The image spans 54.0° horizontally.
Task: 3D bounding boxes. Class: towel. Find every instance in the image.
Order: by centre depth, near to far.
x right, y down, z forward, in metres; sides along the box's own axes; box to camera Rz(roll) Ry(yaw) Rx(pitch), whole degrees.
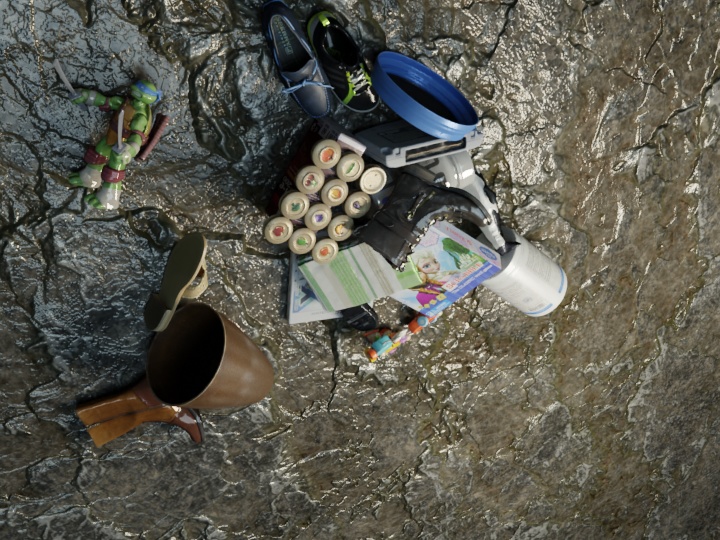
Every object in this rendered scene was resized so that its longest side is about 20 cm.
[{"bbox_3d":[0.000,0.000,1.315,0.199,0.031,0.149,-18,132,12],"label":"towel"}]

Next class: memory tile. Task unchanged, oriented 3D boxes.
[{"bbox_3d":[-0.058,-0.111,1.182,0.153,0.017,0.200,25,106,-36],"label":"memory tile"}]

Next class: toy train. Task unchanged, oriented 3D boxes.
[{"bbox_3d":[0.079,0.122,1.474,0.150,0.056,0.200,-42,167,26],"label":"toy train"}]

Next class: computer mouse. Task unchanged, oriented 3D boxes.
[{"bbox_3d":[-0.032,0.055,1.401,0.058,0.034,0.200,-27,127,23],"label":"computer mouse"}]

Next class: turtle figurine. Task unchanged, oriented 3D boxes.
[{"bbox_3d":[-0.386,-0.197,1.034,0.144,0.200,0.194,29,112,0],"label":"turtle figurine"}]

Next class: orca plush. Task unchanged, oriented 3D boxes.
[{"bbox_3d":[0.259,-0.132,1.399,0.071,0.105,0.200,-36,88,-29],"label":"orca plush"}]

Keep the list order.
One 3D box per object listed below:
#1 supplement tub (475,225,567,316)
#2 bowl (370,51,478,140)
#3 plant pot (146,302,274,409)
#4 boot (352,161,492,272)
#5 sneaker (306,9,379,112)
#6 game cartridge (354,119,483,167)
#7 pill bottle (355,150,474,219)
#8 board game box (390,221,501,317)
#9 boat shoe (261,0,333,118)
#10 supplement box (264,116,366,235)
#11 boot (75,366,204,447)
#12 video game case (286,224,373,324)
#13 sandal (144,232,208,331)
[{"bbox_3d":[0.335,0.004,1.504,0.200,0.132,0.132,32,102,-36],"label":"supplement tub"},{"bbox_3d":[0.104,-0.289,1.178,0.200,0.201,0.039,14,128,-32],"label":"bowl"},{"bbox_3d":[-0.258,0.181,1.317,0.187,0.187,0.200,-46,142,7],"label":"plant pot"},{"bbox_3d":[0.107,-0.074,1.217,0.200,0.069,0.175,30,88,1],"label":"boot"},{"bbox_3d":[-0.025,-0.331,1.158,0.072,0.083,0.200,-39,128,1],"label":"sneaker"},{"bbox_3d":[0.097,-0.232,1.243,0.199,0.133,0.042,-17,118,-23],"label":"game cartridge"},{"bbox_3d":[0.101,-0.165,1.300,0.199,0.114,0.114,-25,127,-10],"label":"pill bottle"},{"bbox_3d":[0.129,-0.008,1.359,0.199,0.041,0.200,28,132,-27],"label":"board game box"},{"bbox_3d":[-0.107,-0.324,1.126,0.084,0.069,0.200,-27,124,11],"label":"boat shoe"},{"bbox_3d":[-0.081,-0.157,1.222,0.061,0.109,0.200,20,108,-35],"label":"supplement box"},{"bbox_3d":[-0.416,0.295,1.362,0.199,0.069,0.189,-25,127,-9],"label":"boot"},{"bbox_3d":[-0.052,0.008,1.390,0.182,0.022,0.201,-6,121,-22],"label":"video game case"},{"bbox_3d":[-0.308,0.021,1.258,0.070,0.078,0.212,8,123,-51],"label":"sandal"}]
